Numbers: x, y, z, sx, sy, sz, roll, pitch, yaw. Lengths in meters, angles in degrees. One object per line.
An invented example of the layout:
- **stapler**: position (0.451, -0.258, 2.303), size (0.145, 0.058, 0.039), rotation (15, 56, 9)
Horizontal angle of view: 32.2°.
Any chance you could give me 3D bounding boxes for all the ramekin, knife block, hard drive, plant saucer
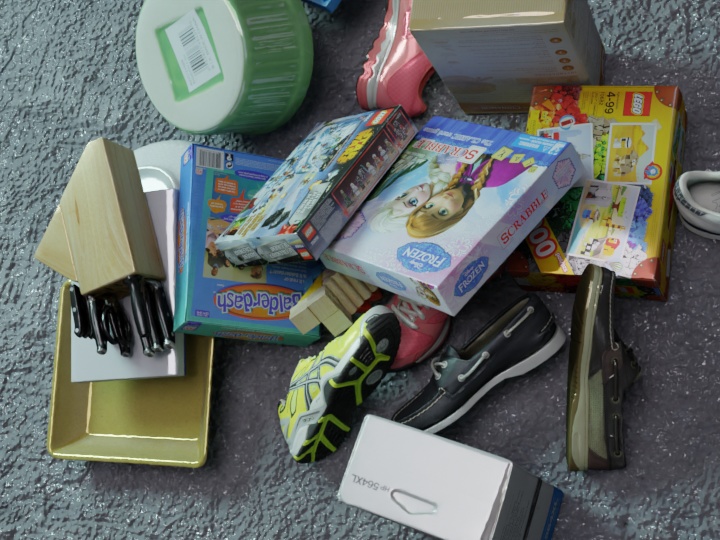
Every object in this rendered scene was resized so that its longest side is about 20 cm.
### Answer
- **ramekin**: position (-0.159, -0.245, 1.393), size (0.200, 0.098, 0.200), rotation (12, 110, 36)
- **knife block**: position (-0.243, -0.015, 1.305), size (0.176, 0.064, 0.200), rotation (27, 92, 22)
- **hard drive**: position (-0.253, 0.018, 1.352), size (0.132, 0.025, 0.200), rotation (-5, 81, 20)
- **plant saucer**: position (-0.242, 0.112, 1.375), size (0.200, 0.048, 0.200), rotation (0, 82, 21)

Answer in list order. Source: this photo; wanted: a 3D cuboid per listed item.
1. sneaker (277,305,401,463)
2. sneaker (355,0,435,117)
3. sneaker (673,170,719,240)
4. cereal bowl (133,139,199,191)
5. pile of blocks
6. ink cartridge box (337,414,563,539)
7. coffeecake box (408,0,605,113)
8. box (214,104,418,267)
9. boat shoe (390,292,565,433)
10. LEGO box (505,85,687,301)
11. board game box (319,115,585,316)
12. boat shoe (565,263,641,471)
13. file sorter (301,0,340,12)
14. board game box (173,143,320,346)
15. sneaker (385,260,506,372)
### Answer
- **sneaker**: position (-0.031, 0.106, 1.257), size (0.076, 0.075, 0.200), rotation (52, 123, 31)
- **sneaker**: position (0.067, -0.262, 1.378), size (0.087, 0.074, 0.200), rotation (21, 98, 14)
- **sneaker**: position (0.395, -0.054, 1.175), size (0.200, 0.081, 0.076), rotation (9, 74, 22)
- **cereal bowl**: position (-0.229, -0.062, 1.421), size (0.200, 0.083, 0.200), rotation (-7, 69, 19)
- **pile of blocks**: position (0.000, 0.000, 1.309), size (0.200, 0.062, 0.082), rotation (-49, 23, -23)
- **ink cartridge box**: position (0.088, 0.206, 1.140), size (0.146, 0.200, 0.084), rotation (15, 79, 25)
- **coffeecake box**: position (0.154, -0.231, 1.261), size (0.153, 0.200, 0.073), rotation (1, 73, 21)
- **box**: position (-0.044, -0.086, 1.285), size (0.137, 0.040, 0.200), rotation (-5, 40, 49)
- **boat shoe**: position (0.105, 0.096, 1.235), size (0.200, 0.076, 0.060), rotation (-36, 104, -3)
- **LEGO box**: position (0.237, -0.078, 1.246), size (0.149, 0.077, 0.200), rotation (3, 74, 23)
- **board game box**: position (0.081, -0.061, 1.212), size (0.200, 0.041, 0.200), rotation (-47, 36, -19)
- **boat shoe**: position (0.231, 0.093, 1.178), size (0.066, 0.072, 0.201), rotation (4, 100, 3)
- **file sorter**: position (-0.081, -0.405, 1.421), size (0.139, 0.123, 0.200), rotation (-54, 41, -2)
- **board game box**: position (-0.119, -0.026, 1.336), size (0.045, 0.152, 0.200), rotation (144, 130, -59)
- **sneaker**: position (0.070, 0.013, 1.267), size (0.074, 0.087, 0.200), rotation (40, 90, 28)
